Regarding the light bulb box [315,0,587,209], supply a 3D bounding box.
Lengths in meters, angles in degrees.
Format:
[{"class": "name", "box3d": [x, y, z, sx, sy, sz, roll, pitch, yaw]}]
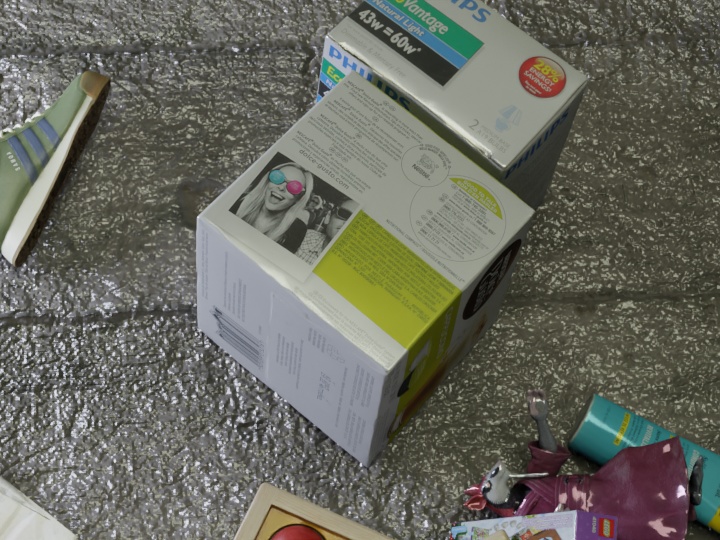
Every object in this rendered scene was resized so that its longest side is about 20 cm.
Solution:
[{"class": "light bulb box", "box3d": [0.071, -0.132, 1.509, 0.198, 0.200, 0.125, 38, 65, 13]}]

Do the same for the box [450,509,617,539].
[{"class": "box", "box3d": [0.123, 0.257, 1.301, 0.039, 0.200, 0.138, 11, 76, -22]}]

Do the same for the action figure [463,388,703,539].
[{"class": "action figure", "box3d": [0.185, 0.193, 1.427, 0.198, 0.149, 0.135, 0, 49, 16]}]

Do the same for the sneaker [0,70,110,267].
[{"class": "sneaker", "box3d": [-0.301, -0.107, 1.528, 0.089, 0.067, 0.201, 23, 66, 0]}]

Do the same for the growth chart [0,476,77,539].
[{"class": "growth chart", "box3d": [-0.311, 0.229, 1.384, 0.200, 0.018, 0.145, 39, 66, 13]}]

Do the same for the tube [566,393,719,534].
[{"class": "tube", "box3d": [0.274, 0.174, 1.465, 0.199, 0.050, 0.078, 28, 65, 1]}]

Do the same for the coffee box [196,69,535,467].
[{"class": "coffee box", "box3d": [0.000, 0.000, 1.433, 0.200, 0.200, 0.198, 38, 65, 14]}]

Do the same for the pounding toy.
[{"class": "pounding toy", "box3d": [-0.014, 0.266, 1.323, 0.199, 0.142, 0.185, 22, 63, 9]}]
